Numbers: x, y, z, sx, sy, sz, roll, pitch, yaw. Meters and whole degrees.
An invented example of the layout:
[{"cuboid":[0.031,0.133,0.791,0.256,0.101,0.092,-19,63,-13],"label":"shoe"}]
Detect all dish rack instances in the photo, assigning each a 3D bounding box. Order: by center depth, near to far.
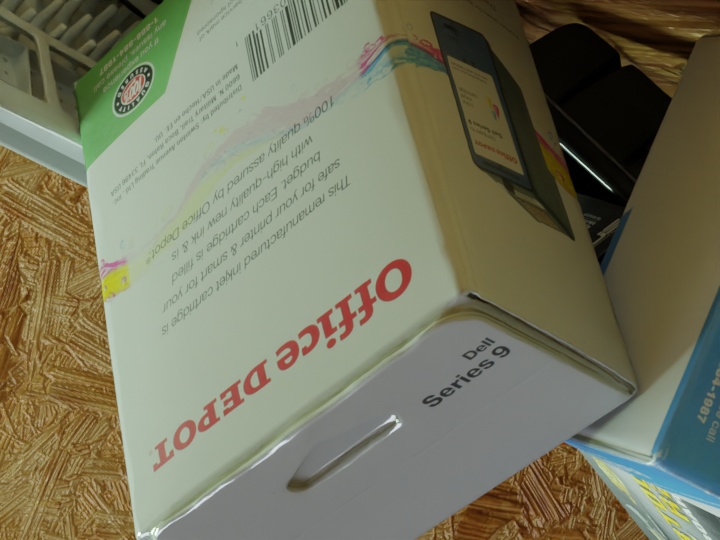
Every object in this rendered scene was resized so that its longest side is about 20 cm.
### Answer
[{"cuboid":[-0.116,-0.103,0.802,0.171,0.044,0.200,26,-142,-39],"label":"dish rack"},{"cuboid":[0.125,-0.002,0.803,0.153,0.055,0.200,48,171,29],"label":"dish rack"}]

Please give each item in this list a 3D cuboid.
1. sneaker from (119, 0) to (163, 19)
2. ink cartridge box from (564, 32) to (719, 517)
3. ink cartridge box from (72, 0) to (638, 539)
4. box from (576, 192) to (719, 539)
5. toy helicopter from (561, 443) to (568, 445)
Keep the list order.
[{"cuboid":[-0.017,-0.119,0.790,0.200,0.072,0.083,25,154,-23],"label":"sneaker"},{"cuboid":[0.180,0.029,0.651,0.200,0.145,0.084,26,173,-21],"label":"ink cartridge box"},{"cuboid":[-0.011,-0.015,0.657,0.087,0.145,0.200,28,-144,-38],"label":"ink cartridge box"},{"cuboid":[0.118,0.058,0.760,0.200,0.048,0.158,51,173,-17],"label":"box"},{"cuboid":[0.112,0.048,0.936,0.132,0.079,0.200,6,180,23],"label":"toy helicopter"}]
